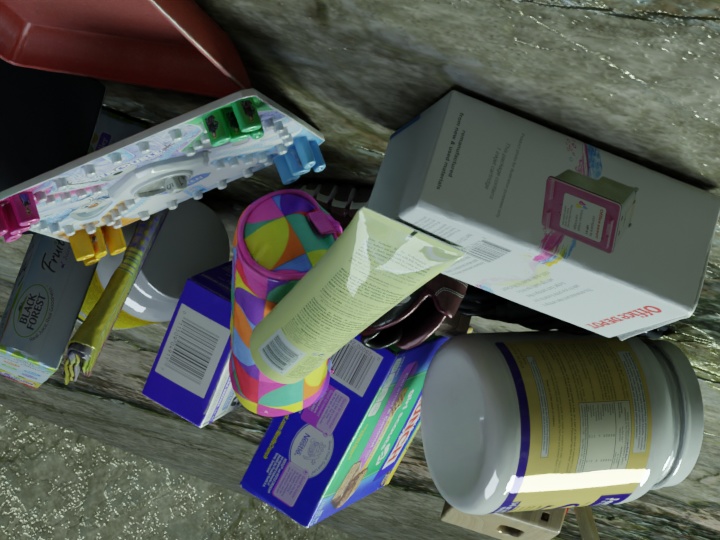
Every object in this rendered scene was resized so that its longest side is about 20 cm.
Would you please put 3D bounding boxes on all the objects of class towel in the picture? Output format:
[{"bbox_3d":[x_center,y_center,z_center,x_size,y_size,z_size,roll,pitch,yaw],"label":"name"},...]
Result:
[{"bbox_3d":[-0.175,-0.011,1.615,0.023,0.201,0.144,25,166,-3],"label":"towel"}]

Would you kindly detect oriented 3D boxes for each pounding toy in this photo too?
[{"bbox_3d":[0.167,0.183,1.999,0.141,0.185,0.200,17,167,0],"label":"pounding toy"}]

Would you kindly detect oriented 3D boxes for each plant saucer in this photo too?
[{"bbox_3d":[-0.184,-0.171,1.328,0.198,0.037,0.200,11,166,26],"label":"plant saucer"}]

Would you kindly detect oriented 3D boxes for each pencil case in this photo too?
[{"bbox_3d":[-0.055,0.027,1.578,0.088,0.089,0.201,16,147,5],"label":"pencil case"}]

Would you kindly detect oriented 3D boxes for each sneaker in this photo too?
[{"bbox_3d":[0.000,0.000,1.615,0.199,0.116,0.076,5,163,41],"label":"sneaker"}]

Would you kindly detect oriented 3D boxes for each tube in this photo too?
[{"bbox_3d":[-0.010,0.015,1.427,0.058,0.052,0.200,-20,166,-35],"label":"tube"}]

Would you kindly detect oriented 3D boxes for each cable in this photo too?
[{"bbox_3d":[0.144,0.013,1.660,0.199,0.051,0.163,2,165,42],"label":"cable"}]

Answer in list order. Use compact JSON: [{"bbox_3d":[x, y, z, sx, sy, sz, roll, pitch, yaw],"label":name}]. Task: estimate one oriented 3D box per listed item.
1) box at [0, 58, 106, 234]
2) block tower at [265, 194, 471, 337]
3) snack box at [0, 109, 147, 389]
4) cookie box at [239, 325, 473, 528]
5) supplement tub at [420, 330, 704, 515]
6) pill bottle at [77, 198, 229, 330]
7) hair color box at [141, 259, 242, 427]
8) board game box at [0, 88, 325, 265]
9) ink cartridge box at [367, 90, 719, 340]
[{"bbox_3d":[-0.325,-0.112,1.556,0.199,0.124,0.198,24,166,-35],"label":"box"},{"bbox_3d":[0.006,-0.001,1.740,0.199,0.058,0.054,19,168,-13],"label":"block tower"},{"bbox_3d":[-0.230,-0.016,1.660,0.053,0.201,0.142,21,167,-9],"label":"snack box"},{"bbox_3d":[-0.001,0.112,1.810,0.075,0.172,0.200,31,-165,15],"label":"cookie box"},{"bbox_3d":[0.164,0.121,1.746,0.199,0.147,0.145,-1,175,-25],"label":"supplement tub"},{"bbox_3d":[-0.187,-0.009,1.823,0.112,0.113,0.200,23,166,-22],"label":"pill bottle"},{"bbox_3d":[-0.095,0.049,1.763,0.065,0.110,0.200,28,-162,13],"label":"hair color box"},{"bbox_3d":[-0.133,-0.058,1.435,0.199,0.026,0.200,-22,171,10],"label":"board game box"},{"bbox_3d":[0.117,-0.032,1.407,0.199,0.085,0.144,22,167,-12],"label":"ink cartridge box"}]
